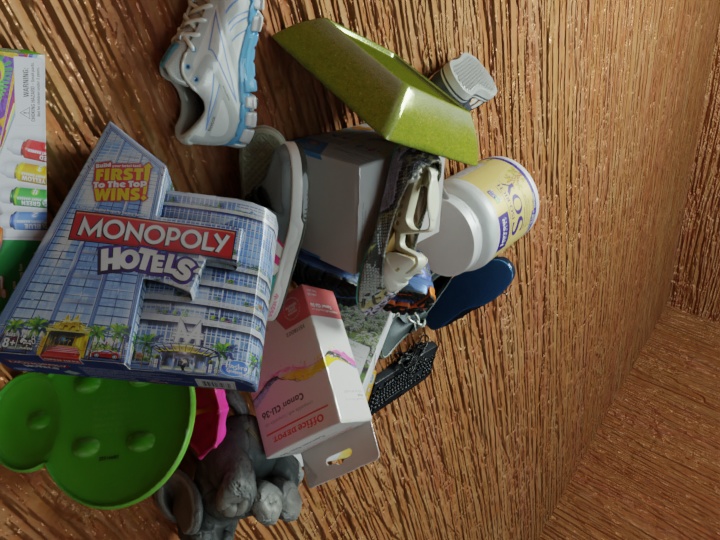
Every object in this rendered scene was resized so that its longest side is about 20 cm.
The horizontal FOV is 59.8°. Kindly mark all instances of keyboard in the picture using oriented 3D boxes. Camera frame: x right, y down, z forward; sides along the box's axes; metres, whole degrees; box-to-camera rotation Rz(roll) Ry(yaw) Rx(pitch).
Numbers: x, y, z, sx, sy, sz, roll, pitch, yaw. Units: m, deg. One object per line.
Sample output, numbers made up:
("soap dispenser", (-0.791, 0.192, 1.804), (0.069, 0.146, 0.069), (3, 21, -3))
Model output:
("keyboard", (0.083, 0.186, 1.105), (0.198, 0.039, 0.107), (-23, 126, -47))

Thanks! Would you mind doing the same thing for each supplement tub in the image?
("supplement tub", (0.181, -0.087, 1.000), (0.198, 0.143, 0.149), (-31, 131, -41))

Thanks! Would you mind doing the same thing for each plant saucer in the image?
("plant saucer", (0.031, -0.201, 0.683), (0.198, 0.200, 0.048), (1, 130, -54))

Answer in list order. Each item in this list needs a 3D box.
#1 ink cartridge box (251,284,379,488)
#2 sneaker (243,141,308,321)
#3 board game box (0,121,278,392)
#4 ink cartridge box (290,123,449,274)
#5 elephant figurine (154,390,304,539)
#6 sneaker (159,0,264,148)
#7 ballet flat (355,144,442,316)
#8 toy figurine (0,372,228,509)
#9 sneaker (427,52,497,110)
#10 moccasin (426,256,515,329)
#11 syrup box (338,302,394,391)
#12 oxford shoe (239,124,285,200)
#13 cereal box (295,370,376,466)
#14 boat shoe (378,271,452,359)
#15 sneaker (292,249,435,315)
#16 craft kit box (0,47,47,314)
("ink cartridge box", (-0.063, 0.136, 0.719), (0.115, 0.204, 0.067), (-30, 156, 26))
("sneaker", (-0.126, -0.038, 0.628), (0.118, 0.084, 0.204), (2, 121, -26))
("board game box", (-0.170, -0.015, 0.514), (0.062, 0.194, 0.205), (108, -13, -67))
("ink cartridge box", (0.013, -0.102, 0.777), (0.198, 0.127, 0.128), (-27, 128, -44))
("elephant figurine", (-0.173, 0.275, 0.737), (0.199, 0.157, 0.141), (-39, 117, 23))
("sneaker", (-0.139, -0.207, 0.565), (0.085, 0.074, 0.205), (-18, 122, -41))
("ballet flat", (0.046, -0.038, 0.686), (0.071, 0.071, 0.206), (-1, 109, -53))
("toy figurine", (-0.211, 0.142, 0.607), (0.184, 0.194, 0.155), (50, 32, -72))
("sneaker", (0.138, -0.263, 0.913), (0.079, 0.079, 0.199), (-35, 178, 32))
("moccasin", (0.184, 0.030, 1.075), (0.068, 0.198, 0.082), (-24, 83, -52))
("syrup box", (-0.006, 0.082, 0.837), (0.082, 0.077, 0.204), (92, 19, -63))
("oxford shoe", (-0.103, -0.064, 0.699), (0.073, 0.058, 0.205), (1, 117, -5))
("cereal box", (-0.061, 0.210, 0.918), (0.198, 0.039, 0.148), (11, 97, -55))
("boat shoe", (0.083, 0.062, 1.017), (0.202, 0.061, 0.073), (-55, 144, -19))
("sneaker", (0.000, 0.000, 0.797), (0.076, 0.194, 0.080), (114, -15, -55))
("craft kit box", (-0.318, -0.054, 0.425), (0.195, 0.048, 0.206), (-13, 118, -47))
